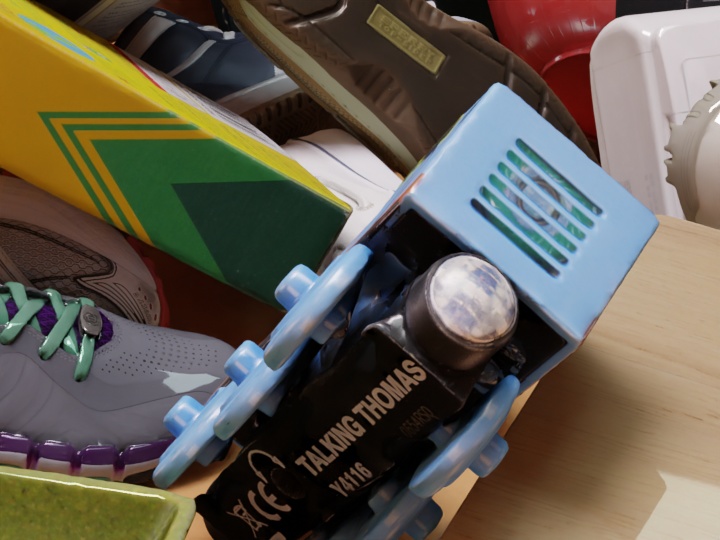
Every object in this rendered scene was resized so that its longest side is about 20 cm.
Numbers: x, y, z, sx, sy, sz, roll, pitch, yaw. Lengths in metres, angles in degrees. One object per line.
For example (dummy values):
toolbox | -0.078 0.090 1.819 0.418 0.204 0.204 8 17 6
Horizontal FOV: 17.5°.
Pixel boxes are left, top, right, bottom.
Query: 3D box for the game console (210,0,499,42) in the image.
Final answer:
game console | -0.030 -0.177 1.214 0.199 0.177 0.116 -14 -5 -37

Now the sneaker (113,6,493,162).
sneaker | -0.036 -0.089 1.082 0.199 0.070 0.108 -24 40 -37

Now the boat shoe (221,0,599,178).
boat shoe | 0.021 -0.075 0.999 0.072 0.200 0.076 -52 16 -20

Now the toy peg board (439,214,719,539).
toy peg board | 0.142 0.105 0.732 0.199 0.098 0.199 17 51 24

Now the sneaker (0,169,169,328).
sneaker | -0.172 0.008 0.899 0.199 0.078 0.083 9 54 2

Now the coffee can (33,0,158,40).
coffee can | -0.138 -0.165 0.996 0.146 0.147 0.200 -15 -5 -31

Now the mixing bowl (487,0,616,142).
mixing bowl | 0.138 -0.124 1.079 0.199 0.200 0.109 10 66 11

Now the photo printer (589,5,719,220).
photo printer | 0.195 -0.025 0.898 0.199 0.168 0.069 -9 -2 -22

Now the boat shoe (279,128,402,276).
boat shoe | 0.000 0.000 0.932 0.065 0.074 0.200 -14 22 -23

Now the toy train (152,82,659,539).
toy train | 0.009 0.030 0.746 0.087 0.200 0.114 41 56 -1

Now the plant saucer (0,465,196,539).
plant saucer | -0.166 0.125 0.689 0.198 0.048 0.200 8 28 7

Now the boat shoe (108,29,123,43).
boat shoe | -0.192 -0.112 1.118 0.199 0.072 0.068 -12 35 -10

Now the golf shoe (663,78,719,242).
golf shoe | 0.194 0.005 0.803 0.078 0.200 0.097 -53 18 -10

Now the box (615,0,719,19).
box | 0.211 -0.070 0.993 0.199 0.142 0.079 -5 15 -16

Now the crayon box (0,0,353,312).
crayon box | -0.113 -0.064 0.887 0.199 0.051 0.127 29 7 -30

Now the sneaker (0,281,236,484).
sneaker | -0.136 0.027 0.828 0.199 0.088 0.075 -2 35 -10
